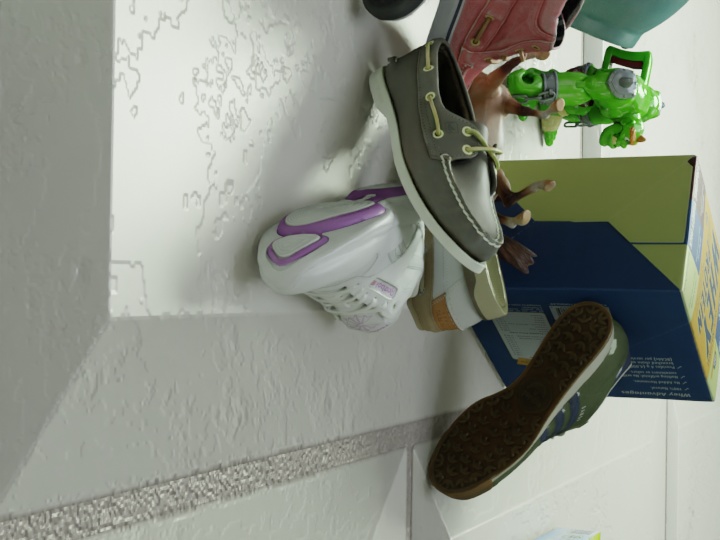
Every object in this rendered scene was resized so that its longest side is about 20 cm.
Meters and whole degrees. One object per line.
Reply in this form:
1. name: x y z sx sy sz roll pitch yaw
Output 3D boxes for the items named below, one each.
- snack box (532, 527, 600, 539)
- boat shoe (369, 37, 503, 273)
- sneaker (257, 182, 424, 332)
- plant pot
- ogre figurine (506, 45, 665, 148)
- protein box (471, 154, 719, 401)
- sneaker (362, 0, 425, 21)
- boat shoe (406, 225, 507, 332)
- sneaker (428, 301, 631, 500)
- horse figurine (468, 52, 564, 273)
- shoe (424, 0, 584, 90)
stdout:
1. snack box: 0.192 0.342 1.302 0.200 0.053 0.142 8 83 -65
2. boat shoe: 0.060 -0.085 0.894 0.072 0.060 0.202 36 26 -43
3. sneaker: 0.000 0.000 0.851 0.200 0.075 0.100 -24 111 -63
4. plant pot: 0.236 -0.297 1.253 0.200 0.200 0.134 -17 133 -64
5. ogre figurine: 0.228 -0.172 1.288 0.200 0.120 0.098 43 52 -57
6. protein box: 0.210 0.011 1.159 0.200 0.198 0.135 56 41 -52
7. sneaker: 0.061 -0.242 0.987 0.108 0.067 0.201 53 41 -49
8. boat shoe: 0.058 -0.042 0.985 0.075 0.068 0.200 54 22 -45
9. sneaker: 0.151 0.120 1.076 0.200 0.067 0.090 -48 141 5
10. horse figurine: 0.109 -0.100 1.062 0.050 0.133 0.200 4 92 -34
11. shoe: 0.105 -0.177 0.969 0.071 0.091 0.200 -54 168 -32
